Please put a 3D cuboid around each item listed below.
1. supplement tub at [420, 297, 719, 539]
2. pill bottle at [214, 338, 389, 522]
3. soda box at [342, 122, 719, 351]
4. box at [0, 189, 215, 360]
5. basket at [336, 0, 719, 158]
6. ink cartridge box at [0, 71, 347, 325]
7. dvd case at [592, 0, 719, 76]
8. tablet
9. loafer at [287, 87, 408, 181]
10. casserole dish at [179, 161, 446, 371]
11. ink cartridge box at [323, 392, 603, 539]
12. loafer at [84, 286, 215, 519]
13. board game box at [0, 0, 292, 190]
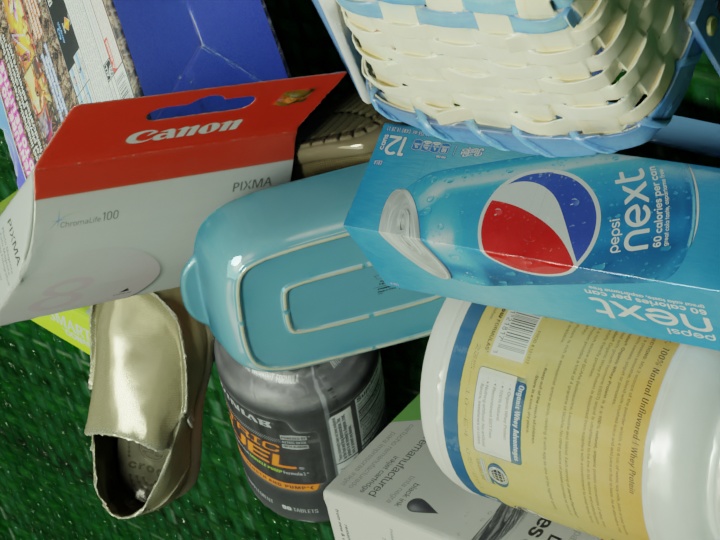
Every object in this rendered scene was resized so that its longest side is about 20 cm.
[{"bbox_3d":[0.147,0.071,0.856,0.199,0.145,0.145,15,134,38],"label":"supplement tub"},{"bbox_3d":[-0.037,0.072,1.058,0.106,0.106,0.200,29,151,24],"label":"pill bottle"},{"bbox_3d":[0.097,-0.017,0.793,0.199,0.064,0.068,10,157,29],"label":"soda box"},{"bbox_3d":[-0.172,0.000,1.144,0.199,0.122,0.048,27,140,27],"label":"box"},{"bbox_3d":[0.087,-0.114,0.731,0.176,0.140,0.200,13,158,30],"label":"basket"},{"bbox_3d":[-0.109,-0.035,0.885,0.200,0.162,0.057,-32,73,56],"label":"ink cartridge box"},{"bbox_3d":[0.127,-0.166,0.760,0.200,0.018,0.143,-10,115,51],"label":"dvd case"},{"bbox_3d":[-0.029,-0.161,0.816,0.131,0.014,0.200,64,-177,9],"label":"tablet"},{"bbox_3d":[-0.022,-0.058,0.979,0.068,0.076,0.200,55,153,-14],"label":"loafer"},{"bbox_3d":[0.000,0.000,0.913,0.039,0.199,0.122,-114,13,-46],"label":"casserole dish"},{"bbox_3d":[0.103,0.147,0.974,0.199,0.145,0.084,16,133,36],"label":"ink cartridge box"},{"bbox_3d":[-0.137,0.079,1.035,0.075,0.068,0.201,10,124,17],"label":"loafer"},{"bbox_3d":[-0.139,-0.115,0.972,0.200,0.096,0.160,-39,67,55],"label":"board game box"}]
